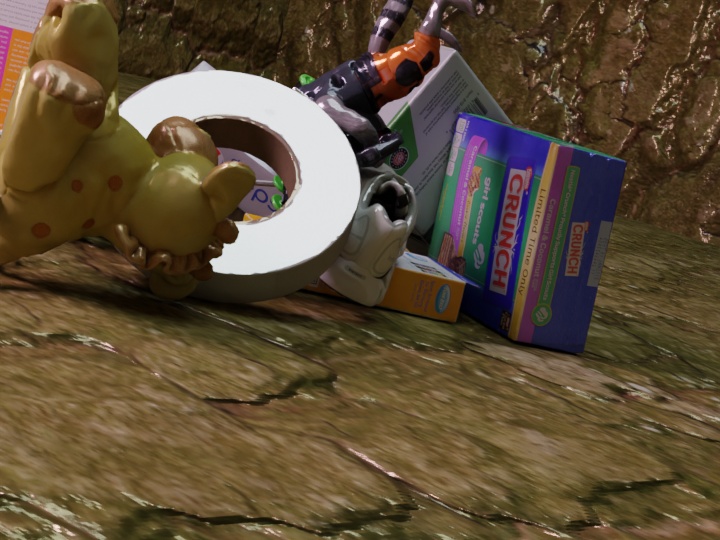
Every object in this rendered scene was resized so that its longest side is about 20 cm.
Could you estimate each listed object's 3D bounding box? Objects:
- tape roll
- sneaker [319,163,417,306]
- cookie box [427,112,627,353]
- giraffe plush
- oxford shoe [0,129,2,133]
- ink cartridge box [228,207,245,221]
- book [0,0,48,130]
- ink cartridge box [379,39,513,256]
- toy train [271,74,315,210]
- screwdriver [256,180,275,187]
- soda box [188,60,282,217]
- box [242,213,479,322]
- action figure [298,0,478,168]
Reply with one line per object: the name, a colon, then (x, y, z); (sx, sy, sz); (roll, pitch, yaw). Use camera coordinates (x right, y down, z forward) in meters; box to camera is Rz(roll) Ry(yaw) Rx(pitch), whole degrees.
tape roll: (-0.099, -0.066, 1.185); (0.200, 0.037, 0.204); (7, 51, -9)
sneaker: (0.017, -0.048, 1.282); (0.075, 0.081, 0.200); (27, 25, -9)
cookie box: (0.140, -0.038, 1.402); (0.074, 0.173, 0.200); (8, 9, -24)
giraffe plush: (-0.157, -0.065, 1.052); (0.161, 0.202, 0.172); (18, -18, -17)
oxford shoe: (-0.256, -0.093, 1.445); (0.198, 0.076, 0.058); (0, -35, -2)
ink cartridge box: (-0.124, -0.078, 1.563); (0.198, 0.068, 0.116); (12, 9, -18)
book: (-0.323, -0.191, 1.493); (0.132, 0.202, 0.048); (14, 8, -9)
ink cartridge box: (0.079, -0.098, 1.524); (0.200, 0.147, 0.083); (48, -13, -32)
toy train: (-0.044, -0.106, 1.417); (0.056, 0.042, 0.201); (32, 32, -21)
screwdriver: (-0.145, -0.079, 1.405); (0.198, 0.028, 0.029); (6, -28, -14)
soda box: (-0.095, -0.101, 1.467); (0.199, 0.064, 0.068); (38, 46, 6)
box: (0.000, 0.000, 1.360); (0.198, 0.042, 0.119); (15, 7, -17)
action figure: (0.000, -0.151, 1.322); (0.105, 0.193, 0.200); (51, -8, -10)
